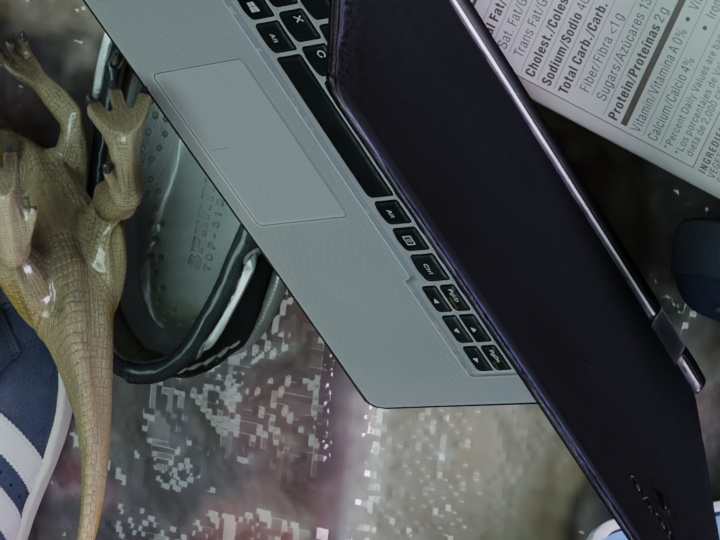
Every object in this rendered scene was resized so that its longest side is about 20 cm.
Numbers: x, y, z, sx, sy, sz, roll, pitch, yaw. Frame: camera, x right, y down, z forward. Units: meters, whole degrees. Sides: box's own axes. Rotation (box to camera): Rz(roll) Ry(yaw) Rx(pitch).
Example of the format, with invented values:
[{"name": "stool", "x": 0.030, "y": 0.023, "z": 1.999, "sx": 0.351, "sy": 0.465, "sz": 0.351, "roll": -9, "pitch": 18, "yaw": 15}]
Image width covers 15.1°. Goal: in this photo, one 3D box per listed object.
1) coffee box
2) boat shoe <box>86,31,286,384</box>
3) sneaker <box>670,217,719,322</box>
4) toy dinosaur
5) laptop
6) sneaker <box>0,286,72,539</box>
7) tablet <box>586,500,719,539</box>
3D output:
[{"name": "coffee box", "x": 0.114, "y": -0.067, "z": 0.721, "sx": 0.199, "sy": 0.114, "sz": 0.080, "roll": 29, "pitch": 110, "yaw": 13}, {"name": "boat shoe", "x": -0.040, "y": -0.062, "z": 0.802, "sx": 0.075, "sy": 0.060, "sz": 0.201, "roll": 10, "pitch": 104, "yaw": 16}, {"name": "sneaker", "x": 0.168, "y": 0.050, "z": 0.740, "sx": 0.199, "sy": 0.070, "sz": 0.082, "roll": 23, "pitch": 91, "yaw": 15}, {"name": "toy dinosaur", "x": -0.083, "y": -0.001, "z": 0.766, "sx": 0.058, "sy": 0.201, "sz": 0.101, "roll": -11, "pitch": 137, "yaw": -12}, {"name": "laptop", "x": 0.000, "y": 0.000, "z": 0.678, "sx": 0.199, "sy": 0.116, "sz": 0.188, "roll": -5, "pitch": 128, "yaw": 45}, {"name": "sneaker", "x": -0.143, "y": 0.071, "z": 0.850, "sx": 0.075, "sy": 0.084, "sz": 0.201, "roll": 12, "pitch": 104, "yaw": 16}, {"name": "tablet", "x": 0.144, "y": 0.152, "z": 0.730, "sx": 0.129, "sy": 0.014, "sz": 0.201, "roll": -9, "pitch": 66, "yaw": -10}]
